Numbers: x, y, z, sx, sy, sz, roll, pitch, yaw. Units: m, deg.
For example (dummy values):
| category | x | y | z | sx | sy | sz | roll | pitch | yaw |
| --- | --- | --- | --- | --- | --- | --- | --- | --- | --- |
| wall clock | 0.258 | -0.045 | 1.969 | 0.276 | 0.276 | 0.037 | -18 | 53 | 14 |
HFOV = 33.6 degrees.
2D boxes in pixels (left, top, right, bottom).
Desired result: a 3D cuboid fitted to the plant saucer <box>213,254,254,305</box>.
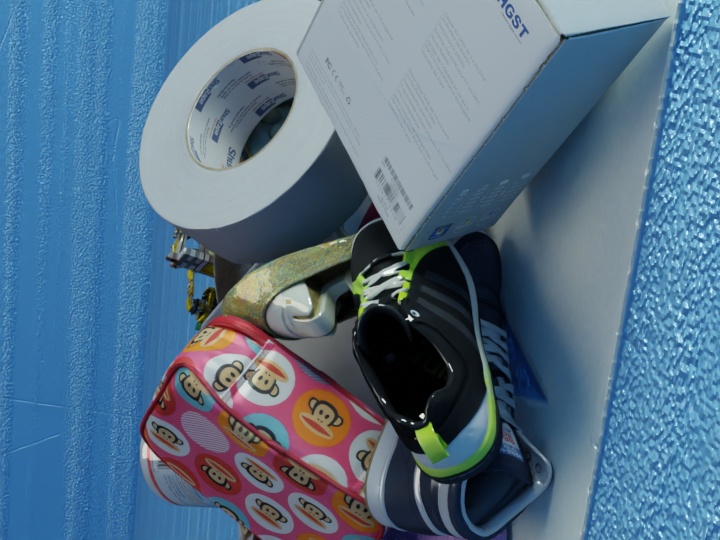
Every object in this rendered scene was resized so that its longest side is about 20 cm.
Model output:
| category | x | y | z | sx | sy | sz | roll | pitch | yaw |
| --- | --- | --- | --- | --- | --- | --- | --- | --- | --- |
| plant saucer | -0.068 | 0.012 | 1.117 | 0.032 | 0.200 | 0.201 | -8 | 72 | 28 |

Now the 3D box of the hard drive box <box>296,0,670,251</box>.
| category | x | y | z | sx | sy | sz | roll | pitch | yaw |
| --- | --- | --- | --- | --- | --- | --- | --- | --- | --- |
| hard drive box | 0.056 | -0.131 | 0.674 | 0.156 | 0.077 | 0.200 | 63 | 148 | 18 |

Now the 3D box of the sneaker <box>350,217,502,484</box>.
| category | x | y | z | sx | sy | sz | roll | pitch | yaw |
| --- | --- | --- | --- | --- | --- | --- | --- | --- | --- |
| sneaker | 0.030 | 0.028 | 0.691 | 0.083 | 0.072 | 0.200 | 45 | -162 | -45 |

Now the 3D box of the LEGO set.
| category | x | y | z | sx | sy | sz | roll | pitch | yaw |
| --- | --- | --- | --- | --- | --- | --- | --- | --- | --- |
| LEGO set | -0.147 | -0.045 | 1.193 | 0.154 | 0.116 | 0.200 | -27 | 47 | 60 |

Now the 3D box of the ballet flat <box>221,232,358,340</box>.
| category | x | y | z | sx | sy | sz | roll | pitch | yaw |
| --- | --- | --- | --- | --- | --- | --- | --- | --- | --- |
| ballet flat | -0.010 | 0.012 | 0.838 | 0.071 | 0.200 | 0.071 | 68 | -166 | 0 |

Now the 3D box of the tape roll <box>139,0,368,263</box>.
| category | x | y | z | sx | sy | sz | roll | pitch | yaw |
| --- | --- | --- | --- | --- | --- | --- | --- | --- | --- |
| tape roll | -0.072 | -0.107 | 0.906 | 0.200 | 0.066 | 0.201 | -17 | 57 | 28 |

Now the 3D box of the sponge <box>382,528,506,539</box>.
| category | x | y | z | sx | sy | sz | roll | pitch | yaw |
| --- | --- | --- | --- | --- | --- | --- | --- | --- | --- |
| sponge | 0.056 | 0.215 | 0.847 | 0.200 | 0.030 | 0.112 | 132 | 138 | -68 |

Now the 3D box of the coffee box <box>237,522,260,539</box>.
| category | x | y | z | sx | sy | sz | roll | pitch | yaw |
| --- | --- | --- | --- | --- | --- | --- | --- | --- | --- |
| coffee box | -0.081 | 0.236 | 1.230 | 0.113 | 0.080 | 0.200 | 114 | 153 | -51 |

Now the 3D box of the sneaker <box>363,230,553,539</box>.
| category | x | y | z | sx | sy | sz | roll | pitch | yaw |
| --- | --- | --- | --- | --- | --- | --- | --- | --- | --- |
| sneaker | 0.073 | 0.070 | 0.738 | 0.108 | 0.070 | 0.200 | 3 | 74 | 56 |

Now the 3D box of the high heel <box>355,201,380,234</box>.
| category | x | y | z | sx | sy | sz | roll | pitch | yaw |
| --- | --- | --- | --- | --- | --- | --- | --- | --- | --- |
| high heel | 0.000 | 0.000 | 0.980 | 0.200 | 0.067 | 0.096 | 138 | 122 | -62 |

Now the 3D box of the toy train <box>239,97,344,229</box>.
| category | x | y | z | sx | sy | sz | roll | pitch | yaw |
| --- | --- | --- | --- | --- | --- | --- | --- | --- | --- |
| toy train | -0.071 | -0.082 | 1.011 | 0.114 | 0.085 | 0.200 | 91 | 159 | -47 |

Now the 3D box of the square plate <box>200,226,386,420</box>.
| category | x | y | z | sx | sy | sz | roll | pitch | yaw |
| --- | --- | --- | --- | --- | --- | --- | --- | --- | --- |
| square plate | -0.027 | 0.073 | 0.943 | 0.198 | 0.028 | 0.200 | 56 | 133 | 13 |

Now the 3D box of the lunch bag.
| category | x | y | z | sx | sy | sz | roll | pitch | yaw |
| --- | --- | --- | --- | --- | --- | --- | --- | --- | --- |
| lunch bag | -0.067 | 0.142 | 0.893 | 0.082 | 0.200 | 0.176 | -51 | -2 | -39 |

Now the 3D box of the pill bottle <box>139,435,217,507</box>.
| category | x | y | z | sx | sy | sz | roll | pitch | yaw |
| --- | --- | --- | --- | --- | --- | --- | --- | --- | --- |
| pill bottle | -0.102 | 0.169 | 1.120 | 0.200 | 0.109 | 0.109 | -5 | 82 | 36 |
